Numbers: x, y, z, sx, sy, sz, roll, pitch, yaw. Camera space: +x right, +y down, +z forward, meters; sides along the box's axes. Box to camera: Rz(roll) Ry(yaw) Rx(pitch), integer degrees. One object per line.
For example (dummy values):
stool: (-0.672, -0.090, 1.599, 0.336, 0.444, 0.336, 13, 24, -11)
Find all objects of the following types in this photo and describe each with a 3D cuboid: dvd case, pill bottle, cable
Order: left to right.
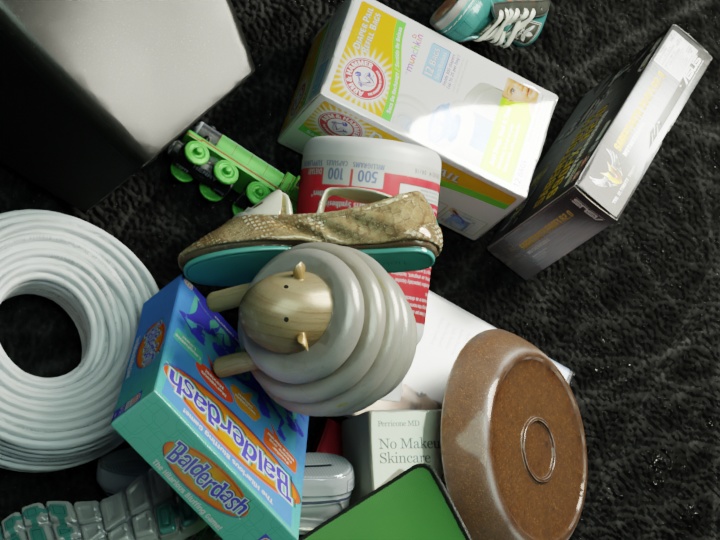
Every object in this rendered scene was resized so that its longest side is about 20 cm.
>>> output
cable: (-0.244, 0.053, 1.636, 0.200, 0.069, 0.200, 34, 61, -9)
pill bottle: (0.000, 0.000, 1.704, 0.112, 0.112, 0.201, 7, 86, -22)
dvd case: (0.072, 0.099, 1.791, 0.199, 0.018, 0.143, 29, 61, -12)

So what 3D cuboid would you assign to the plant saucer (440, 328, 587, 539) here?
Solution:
plant saucer: (0.130, 0.144, 1.723, 0.200, 0.034, 0.201, 21, 64, -52)

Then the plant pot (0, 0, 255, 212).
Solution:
plant pot: (-0.204, -0.165, 1.675, 0.178, 0.200, 0.199, 51, 59, -7)

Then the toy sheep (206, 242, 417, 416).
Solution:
toy sheep: (-0.026, 0.045, 1.567, 0.200, 0.137, 0.138, 20, 55, -61)

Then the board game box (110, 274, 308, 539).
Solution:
board game box: (-0.104, 0.106, 1.560, 0.152, 0.045, 0.200, 48, 17, -18)

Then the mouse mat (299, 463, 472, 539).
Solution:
mouse mat: (0.001, 0.255, 1.610, 0.200, 0.008, 0.161, -33, 58, 9)

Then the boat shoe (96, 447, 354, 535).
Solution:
boat shoe: (-0.103, 0.178, 1.651, 0.199, 0.074, 0.067, 3, 108, -8)

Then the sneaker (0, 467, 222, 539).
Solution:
sneaker: (-0.184, 0.209, 1.586, 0.199, 0.091, 0.078, -17, 51, 5)

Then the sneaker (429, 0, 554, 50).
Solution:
sneaker: (0.124, -0.229, 1.872, 0.080, 0.071, 0.200, 46, 29, -1)

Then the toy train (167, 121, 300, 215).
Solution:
toy train: (-0.068, -0.057, 1.777, 0.200, 0.042, 0.057, 34, 51, -9)

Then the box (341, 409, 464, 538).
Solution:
box: (0.036, 0.211, 1.683, 0.082, 0.068, 0.201, -1, 80, -19)

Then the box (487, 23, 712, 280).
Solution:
box: (0.205, -0.101, 1.846, 0.048, 0.158, 0.200, 39, 60, -8)

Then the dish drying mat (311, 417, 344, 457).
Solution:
dish drying mat: (0.045, 0.197, 1.741, 0.199, 0.018, 0.077, 29, 63, -11)

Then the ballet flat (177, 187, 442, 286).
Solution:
ballet flat: (-0.038, -0.029, 1.627, 0.199, 0.071, 0.066, -2, 65, -1)

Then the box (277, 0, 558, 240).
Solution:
box: (0.047, -0.128, 1.818, 0.199, 0.101, 0.113, 26, 61, -13)
